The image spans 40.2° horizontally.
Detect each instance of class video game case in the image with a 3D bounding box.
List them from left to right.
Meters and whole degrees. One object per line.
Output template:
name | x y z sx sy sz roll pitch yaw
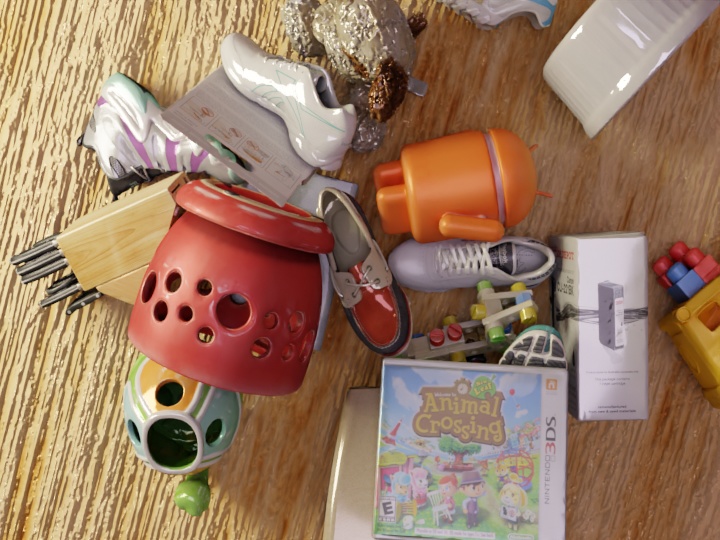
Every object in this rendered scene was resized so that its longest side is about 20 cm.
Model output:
video game case | 0.114 0.188 1.014 0.195 0.022 0.186 3 77 4

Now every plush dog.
plush dog | 0.013 -0.250 1.088 0.158 0.172 0.203 -28 93 0

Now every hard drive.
hard drive | -0.091 -0.021 1.168 0.137 0.033 0.204 13 92 -2

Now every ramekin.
ramekin | 0.293 -0.253 1.088 0.098 0.200 0.201 44 91 4

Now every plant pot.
plant pot | -0.129 0.011 1.048 0.197 0.200 0.186 19 96 -2
plant pot | 0.053 0.220 1.115 0.195 0.200 0.181 -1 83 -1

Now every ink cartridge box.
ink cartridge box | -0.123 -0.144 1.083 0.160 0.201 0.050 35 125 -4
ink cartridge box | 0.270 0.058 1.126 0.082 0.144 0.205 -1 93 -1

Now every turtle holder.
turtle holder | -0.210 0.176 1.121 0.139 0.132 0.188 21 112 -11

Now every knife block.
knife block | -0.299 -0.039 1.114 0.173 0.064 0.203 21 115 -2

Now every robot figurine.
robot figurine | 0.115 -0.095 1.120 0.196 0.144 0.119 -11 100 2

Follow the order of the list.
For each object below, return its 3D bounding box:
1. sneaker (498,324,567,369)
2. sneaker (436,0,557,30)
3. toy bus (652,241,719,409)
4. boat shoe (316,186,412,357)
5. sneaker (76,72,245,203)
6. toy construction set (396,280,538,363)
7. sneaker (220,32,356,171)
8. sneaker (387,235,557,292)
sneaker | 0.195 0.117 1.113 0.076 0.202 0.081 12 56 12
sneaker | 0.132 -0.324 1.137 0.195 0.077 0.083 3 95 0
toy bus | 0.445 0.032 1.149 0.199 0.136 0.193 -37 78 -1
boat shoe | 0.000 0.000 1.082 0.070 0.063 0.203 -24 65 9
sneaker | -0.239 -0.119 1.141 0.198 0.078 0.141 34 94 8
toy construction set | 0.103 0.067 1.132 0.195 0.132 0.094 2 61 6
sneaker | -0.075 -0.205 1.087 0.200 0.070 0.081 45 128 14
sneaker | 0.129 -0.014 1.148 0.195 0.081 0.078 -3 88 0
